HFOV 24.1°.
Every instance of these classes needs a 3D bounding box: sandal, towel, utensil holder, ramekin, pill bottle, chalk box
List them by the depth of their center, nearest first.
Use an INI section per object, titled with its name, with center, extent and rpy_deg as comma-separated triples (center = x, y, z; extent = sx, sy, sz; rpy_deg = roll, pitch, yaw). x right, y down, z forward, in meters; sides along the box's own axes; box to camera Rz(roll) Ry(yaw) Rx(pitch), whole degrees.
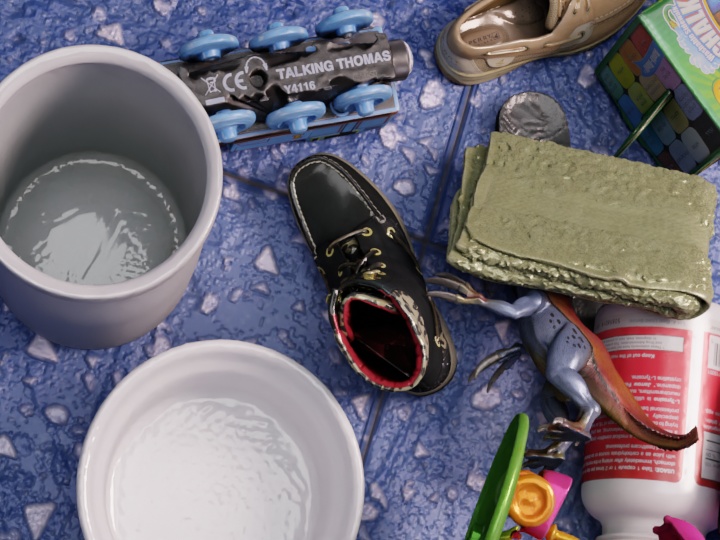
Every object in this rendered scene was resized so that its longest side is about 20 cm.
[utensil holder]
center = -0.188, -0.041, 1.177
extent = 0.168, 0.200, 0.172
rpy_deg = 2, 76, -10
[ramekin]
center = -0.102, 0.157, 1.196
extent = 0.198, 0.098, 0.203
rpy_deg = 2, 76, -10
[towel]
center = 0.165, -0.034, 1.248
extent = 0.198, 0.037, 0.149
rpy_deg = 11, 45, 5
[pill bottle]
center = 0.222, 0.128, 1.252
extent = 0.111, 0.112, 0.202
rpy_deg = 9, 75, -7
[sandal]
center = 0.145, -0.045, 1.314
extent = 0.074, 0.048, 0.203
rpy_deg = -9, 78, -12
[chalk box]
center = 0.273, -0.157, 1.325
extent = 0.199, 0.125, 0.125
rpy_deg = -33, 84, -17

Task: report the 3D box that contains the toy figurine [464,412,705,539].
[toy figurine]
center = 0.156, 0.223, 1.130
extent = 0.182, 0.150, 0.202
rpy_deg = 21, 86, 2

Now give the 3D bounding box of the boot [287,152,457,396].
[boot]
center = 0.002, 0.000, 1.219
extent = 0.073, 0.154, 0.205
rpy_deg = -30, 85, 7

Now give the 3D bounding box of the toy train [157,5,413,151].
[toy train]
center = -0.060, -0.136, 1.267
extent = 0.198, 0.114, 0.088
rpy_deg = -12, 81, -13

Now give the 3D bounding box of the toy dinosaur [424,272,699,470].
[toy dinosaur]
center = 0.142, 0.054, 1.243
extent = 0.197, 0.105, 0.183
rpy_deg = 5, 59, 1

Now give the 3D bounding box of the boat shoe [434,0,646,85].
[boat shoe]
center = 0.155, -0.208, 1.348
extent = 0.199, 0.065, 0.072
rpy_deg = -28, 82, -15

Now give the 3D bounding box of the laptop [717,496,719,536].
[laptop]
center = 0.347, 0.146, 1.255
extent = 0.115, 0.200, 0.189
rpy_deg = -1, 61, 24
